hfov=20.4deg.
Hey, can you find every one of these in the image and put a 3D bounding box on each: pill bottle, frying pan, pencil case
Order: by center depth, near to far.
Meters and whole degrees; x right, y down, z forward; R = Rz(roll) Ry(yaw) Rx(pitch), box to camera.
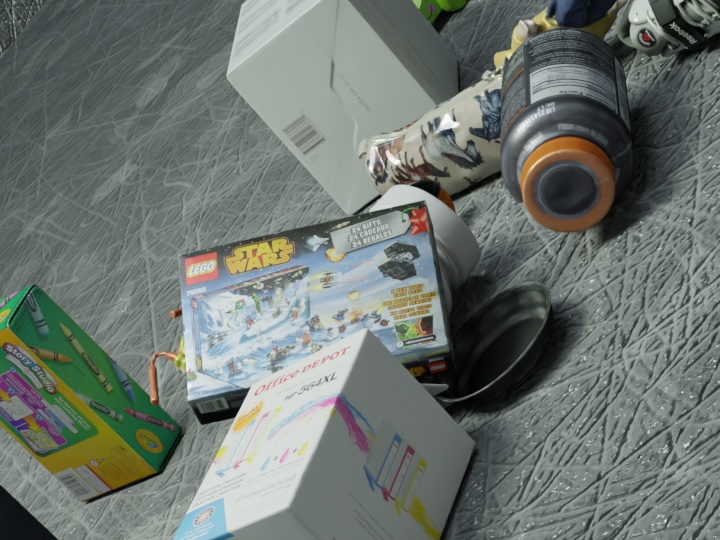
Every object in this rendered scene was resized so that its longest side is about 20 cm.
[{"bbox_3d":[0.076,0.084,1.472,0.190,0.031,0.115,-49,21,-7],"label":"frying pan"},{"bbox_3d":[0.162,-0.107,1.586,0.106,0.106,0.200,-34,22,22],"label":"pill bottle"},{"bbox_3d":[0.002,0.035,1.590,0.200,0.113,0.113,-51,22,-21],"label":"pill bottle"},{"bbox_3d":[0.089,-0.121,1.775,0.199,0.090,0.078,-26,23,39],"label":"pencil case"}]

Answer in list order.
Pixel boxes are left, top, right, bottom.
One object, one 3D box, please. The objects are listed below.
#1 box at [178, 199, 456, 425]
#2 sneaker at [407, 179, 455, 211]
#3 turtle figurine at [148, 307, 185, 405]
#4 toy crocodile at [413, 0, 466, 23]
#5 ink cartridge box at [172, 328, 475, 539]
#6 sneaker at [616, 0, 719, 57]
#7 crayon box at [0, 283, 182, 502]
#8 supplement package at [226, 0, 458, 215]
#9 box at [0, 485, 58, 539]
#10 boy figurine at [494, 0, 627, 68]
[{"bbox_3d":[-0.035,0.031,1.506,0.198,0.040,0.138,-12,54,7],"label":"box"},{"bbox_3d":[0.000,0.000,1.728,0.200,0.076,0.092,-48,16,-18],"label":"sneaker"},{"bbox_3d":[-0.111,0.059,1.824,0.161,0.065,0.200,-25,17,23],"label":"turtle figurine"},{"bbox_3d":[0.097,-0.334,2.225,0.200,0.062,0.067,-53,23,-25],"label":"toy crocodile"},{"bbox_3d":[-0.021,0.149,1.387,0.128,0.125,0.201,-26,26,37],"label":"ink cartridge box"},{"bbox_3d":[0.270,-0.212,1.653,0.089,0.074,0.200,-47,9,-6],"label":"sneaker"},{"bbox_3d":[-0.273,0.114,1.816,0.118,0.200,0.058,-24,28,41],"label":"crayon box"},{"bbox_3d":[-0.014,-0.202,1.977,0.147,0.191,0.200,-35,21,18],"label":"supplement package"},{"bbox_3d":[-0.364,0.257,1.727,0.199,0.182,0.104,-19,30,47],"label":"box"},{"bbox_3d":[0.181,-0.218,1.772,0.124,0.065,0.200,-23,-16,-28],"label":"boy figurine"}]
